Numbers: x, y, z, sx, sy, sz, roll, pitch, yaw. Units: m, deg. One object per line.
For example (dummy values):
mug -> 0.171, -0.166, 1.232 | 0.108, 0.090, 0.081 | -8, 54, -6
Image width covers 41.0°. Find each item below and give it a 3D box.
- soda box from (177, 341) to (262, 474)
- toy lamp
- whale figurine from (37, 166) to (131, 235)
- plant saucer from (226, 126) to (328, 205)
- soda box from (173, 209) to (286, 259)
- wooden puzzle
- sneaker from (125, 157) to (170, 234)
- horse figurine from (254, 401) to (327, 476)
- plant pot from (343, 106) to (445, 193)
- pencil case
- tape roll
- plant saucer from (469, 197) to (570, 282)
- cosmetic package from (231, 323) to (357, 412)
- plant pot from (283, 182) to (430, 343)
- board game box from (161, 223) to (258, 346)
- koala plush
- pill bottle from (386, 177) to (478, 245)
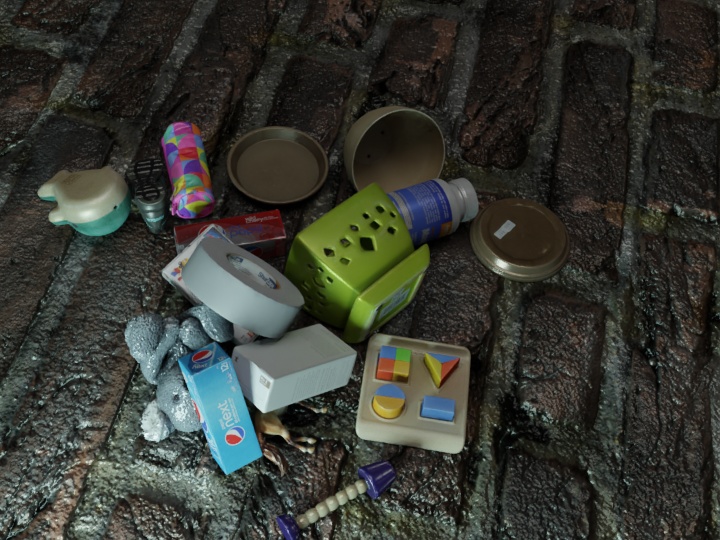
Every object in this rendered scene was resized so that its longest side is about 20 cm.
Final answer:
soda box -> -0.219, 0.217, 1.513 | 0.068, 0.200, 0.064 | -25, 31, -21
toy lamp -> -0.033, 0.363, 1.522 | 0.200, 0.058, 0.058 | -27, 62, -19
whale figurine -> -0.514, -0.129, 1.802 | 0.200, 0.104, 0.159 | 16, 52, 35
plant saucer -> -0.164, -0.204, 1.908 | 0.200, 0.029, 0.200 | 3, 55, -5
soda box -> -0.240, -0.054, 1.784 | 0.200, 0.063, 0.070 | -10, 58, -13
wooden puzzle -> 0.095, 0.202, 1.652 | 0.185, 0.046, 0.200 | 9, 55, 0
sneaker -> -0.402, -0.146, 1.830 | 0.075, 0.079, 0.200 | -11, 37, -7
horse figurine -> -0.126, 0.236, 1.604 | 0.132, 0.050, 0.200 | 19, 52, -2
plant pot -> 0.045, -0.234, 1.882 | 0.200, 0.200, 0.134 | -21, 31, -19
pencil case -> -0.335, -0.193, 1.859 | 0.088, 0.088, 0.200 | -8, 54, -11
tape roll -> -0.192, 0.027, 1.584 | 0.200, 0.200, 0.066 | 37, 101, 18
plant saucer -> 0.313, -0.066, 1.873 | 0.200, 0.029, 0.200 | 2, 56, -4
cosmetic package -> -0.111, 0.158, 1.588 | 0.200, 0.074, 0.102 | -13, 38, -45
plant pot -> 0.000, 0.000, 1.698 | 0.200, 0.199, 0.181 | -37, 73, -28
board game box -> -0.235, 0.029, 1.700 | 0.200, 0.035, 0.126 | 43, 69, 2
koala plush -> -0.292, 0.174, 1.584 | 0.177, 0.184, 0.200 | -11, 78, -27
pill bottle -> 0.119, -0.110, 1.831 | 0.200, 0.112, 0.112 | -18, 59, -19
